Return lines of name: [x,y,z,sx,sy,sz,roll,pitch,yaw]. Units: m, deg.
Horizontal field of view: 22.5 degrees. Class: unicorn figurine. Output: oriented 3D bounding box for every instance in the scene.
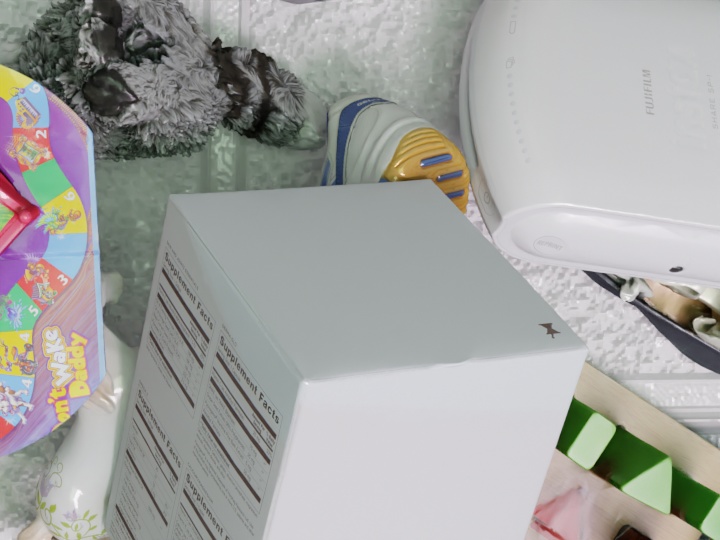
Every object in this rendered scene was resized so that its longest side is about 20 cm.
unicorn figurine: [-0.122,0.076,0.940,0.137,0.074,0.202,13,97,-39]

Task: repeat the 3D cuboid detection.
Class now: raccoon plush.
raccoon plush: [-0.127,-0.069,0.948,0.134,0.097,0.199,-33,133,32]

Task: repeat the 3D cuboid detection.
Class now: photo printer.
photo printer: [0.150,-0.076,0.973,0.198,0.070,0.168,8,58,-13]

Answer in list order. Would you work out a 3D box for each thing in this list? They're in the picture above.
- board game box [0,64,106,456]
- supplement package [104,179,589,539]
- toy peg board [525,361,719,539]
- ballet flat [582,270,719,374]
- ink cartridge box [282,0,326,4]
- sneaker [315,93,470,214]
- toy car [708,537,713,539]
board game box: [-0.203,-0.002,0.855,0.156,0.039,0.202,-2,97,-2]
supplement package: [-0.015,0.083,0.869,0.151,0.151,0.201,-5,125,-30]
toy peg board: [0.098,0.150,1.009,0.199,0.098,0.200,33,89,-14]
ballet flat: [0.193,0.012,1.028,0.199,0.073,0.073,32,89,-14]
ink cartridge box: [-0.031,-0.196,0.885,0.067,0.200,0.117,13,94,-13]
sneaker: [0.000,0.000,0.986,0.075,0.088,0.201,-4,123,-37]
toy car: [0.290,0.219,1.003,0.184,0.200,0.177,-45,107,-3]
